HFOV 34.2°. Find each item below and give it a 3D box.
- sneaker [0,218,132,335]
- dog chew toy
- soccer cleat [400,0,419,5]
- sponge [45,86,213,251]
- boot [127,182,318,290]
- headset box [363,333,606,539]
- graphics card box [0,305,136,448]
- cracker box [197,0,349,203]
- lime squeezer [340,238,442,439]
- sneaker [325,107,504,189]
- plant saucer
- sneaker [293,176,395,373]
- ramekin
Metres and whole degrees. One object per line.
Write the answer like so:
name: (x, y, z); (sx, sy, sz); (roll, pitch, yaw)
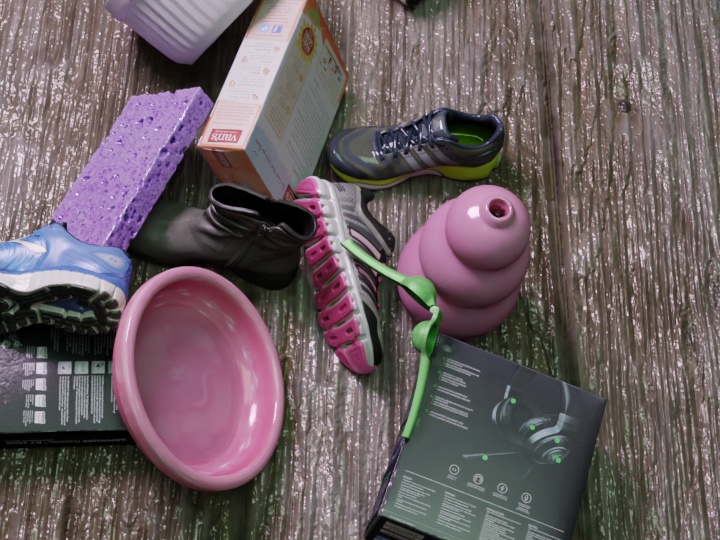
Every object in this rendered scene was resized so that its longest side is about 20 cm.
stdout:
sneaker: (-0.295, 0.004, 1.050); (0.198, 0.079, 0.090); (6, 41, 9)
dog chew toy: (0.105, -0.014, 1.116); (0.123, 0.200, 0.126); (4, 65, -8)
soccer cleat: (0.093, -0.390, 1.360); (0.073, 0.068, 0.200); (39, 67, 13)
sponge: (-0.231, -0.093, 1.147); (0.111, 0.030, 0.201); (2, 55, 41)
boot: (-0.142, -0.051, 1.125); (0.198, 0.131, 0.068); (14, 64, -4)
headset box: (0.118, 0.177, 1.092); (0.173, 0.093, 0.201); (20, 64, 0)
graphics card box: (-0.274, 0.097, 1.079); (0.198, 0.051, 0.127); (-1, 66, -12)
cracker box: (-0.083, -0.163, 1.181); (0.057, 0.134, 0.201); (6, 61, 23)
lime squeezer: (0.043, 0.049, 1.068); (0.070, 0.038, 0.201); (-13, 67, -10)
sneaker: (0.061, -0.138, 1.229); (0.198, 0.081, 0.074); (-8, 67, -14)
plant saucer: (-0.150, 0.099, 1.053); (0.200, 0.051, 0.202); (30, 51, -45)
sneaker: (0.000, 0.000, 1.159); (0.087, 0.074, 0.202); (-9, 77, -32)
ramekin: (-0.156, -0.305, 1.203); (0.105, 0.200, 0.201); (44, 64, -13)
